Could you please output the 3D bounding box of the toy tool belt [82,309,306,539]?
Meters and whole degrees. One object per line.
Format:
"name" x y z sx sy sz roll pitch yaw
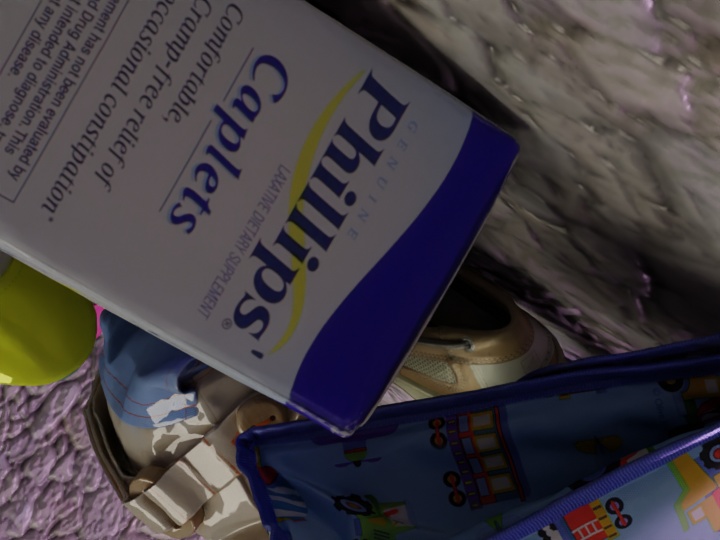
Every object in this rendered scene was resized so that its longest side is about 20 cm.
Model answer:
"toy tool belt" -0.046 0.039 0.875 0.124 0.124 0.200 68 164 -16

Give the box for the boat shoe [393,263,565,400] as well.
"boat shoe" 0.000 0.000 0.958 0.199 0.072 0.076 21 152 34

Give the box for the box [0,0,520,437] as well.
"box" -0.084 -0.051 0.713 0.199 0.105 0.184 30 177 -22

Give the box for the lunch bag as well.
"lunch bag" 0.081 0.097 0.734 0.094 0.199 0.151 -99 -15 -44

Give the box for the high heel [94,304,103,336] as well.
"high heel" -0.131 -0.008 1.067 0.067 0.201 0.096 2 -134 -15

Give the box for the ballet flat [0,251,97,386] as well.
"ballet flat" -0.188 -0.026 0.882 0.200 0.067 0.067 35 159 19
